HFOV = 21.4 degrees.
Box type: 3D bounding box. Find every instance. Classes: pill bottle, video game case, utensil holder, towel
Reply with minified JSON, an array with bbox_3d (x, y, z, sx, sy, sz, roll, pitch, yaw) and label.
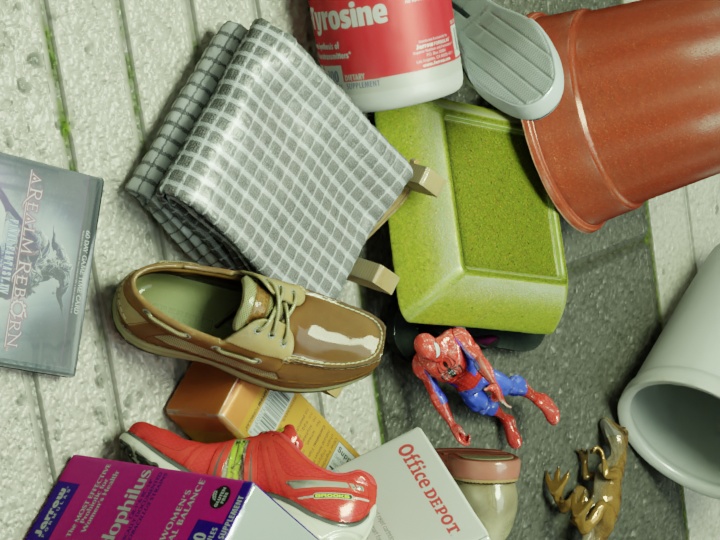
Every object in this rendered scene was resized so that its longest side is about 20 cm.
[{"bbox_3d":[0.011,-0.231,1.489,0.112,0.112,0.202,-22,106,-43],"label":"pill bottle"},{"bbox_3d":[-0.264,-0.012,1.285,0.199,0.019,0.144,13,82,-44],"label":"video game case"},{"bbox_3d":[0.363,0.092,1.822,0.200,0.169,0.171,-54,126,-32],"label":"utensil holder"},{"bbox_3d":[-0.062,-0.068,1.441,0.200,0.085,0.167,43,63,-37],"label":"towel"}]

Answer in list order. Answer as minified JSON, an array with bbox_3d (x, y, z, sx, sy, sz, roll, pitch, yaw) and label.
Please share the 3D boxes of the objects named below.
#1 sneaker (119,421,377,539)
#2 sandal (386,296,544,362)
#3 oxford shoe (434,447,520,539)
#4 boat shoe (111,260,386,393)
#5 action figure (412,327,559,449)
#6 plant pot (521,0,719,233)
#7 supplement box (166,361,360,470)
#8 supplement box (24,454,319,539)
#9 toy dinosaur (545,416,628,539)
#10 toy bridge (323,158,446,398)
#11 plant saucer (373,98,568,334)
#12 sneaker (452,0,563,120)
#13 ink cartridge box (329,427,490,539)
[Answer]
[{"bbox_3d":[-0.077,0.145,1.363,0.085,0.199,0.077,-61,158,-24],"label":"sneaker"},{"bbox_3d":[0.101,0.038,1.635,0.199,0.048,0.076,-4,94,-45],"label":"sandal"},{"bbox_3d":[0.089,0.183,1.552,0.200,0.070,0.076,91,-1,-88],"label":"oxford shoe"},{"bbox_3d":[-0.079,0.038,1.367,0.198,0.074,0.076,8,69,-8],"label":"boat shoe"},{"bbox_3d":[0.107,0.113,1.593,0.200,0.065,0.099,38,23,-47],"label":"action figure"},{"bbox_3d":[0.261,-0.154,1.643,0.201,0.194,0.202,39,43,-50],"label":"plant pot"},{"bbox_3d":[-0.058,0.142,1.467,0.200,0.066,0.069,51,56,-34],"label":"supplement box"},{"bbox_3d":[-0.130,0.201,1.301,0.103,0.199,0.102,45,61,-35],"label":"supplement box"},{"bbox_3d":[0.216,0.230,1.752,0.106,0.060,0.202,29,71,-44],"label":"toy dinosaur"},{"bbox_3d":[0.000,0.000,1.515,0.027,0.067,0.201,33,79,-40],"label":"toy bridge"},{"bbox_3d":[0.105,-0.054,1.600,0.199,0.048,0.202,6,72,-45],"label":"plant saucer"},{"bbox_3d":[0.115,-0.172,1.551,0.073,0.200,0.071,-37,131,2],"label":"sneaker"},{"bbox_3d":[0.002,0.246,1.404,0.199,0.147,0.147,-26,123,-6],"label":"ink cartridge box"}]
